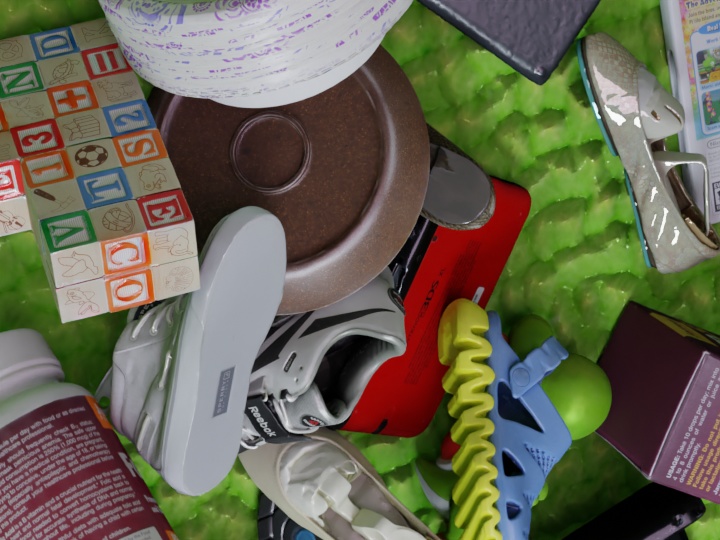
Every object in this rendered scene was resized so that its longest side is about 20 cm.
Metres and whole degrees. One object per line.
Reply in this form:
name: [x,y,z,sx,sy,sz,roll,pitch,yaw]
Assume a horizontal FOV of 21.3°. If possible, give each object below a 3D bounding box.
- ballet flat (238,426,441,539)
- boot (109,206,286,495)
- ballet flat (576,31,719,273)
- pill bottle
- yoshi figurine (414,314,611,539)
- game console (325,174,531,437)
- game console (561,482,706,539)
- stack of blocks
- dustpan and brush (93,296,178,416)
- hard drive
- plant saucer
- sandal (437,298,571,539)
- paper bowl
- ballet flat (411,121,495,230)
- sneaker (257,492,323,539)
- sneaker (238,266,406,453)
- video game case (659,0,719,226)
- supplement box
ballet flat: [-0.003,0.162,1.302,0.200,0.069,0.070,41,93,1]
boot: [-0.113,0.037,1.207,0.073,0.095,0.201,-11,125,-48]
ballet flat: [0.209,-0.089,1.354,0.062,0.068,0.201,-11,122,22]
pill bottle: [-0.199,0.146,1.232,0.114,0.114,0.201,-32,74,-5]
yoshi figurine: [0.120,0.136,1.386,0.111,0.112,0.202,11,102,-36]
game console: [0.000,0.000,1.346,0.172,0.118,0.201,12,106,-52]
game console: [0.174,0.256,1.422,0.199,0.176,0.117,-31,92,-7]
stack of blocks: [-0.179,-0.062,1.169,0.114,0.201,0.059,-14,137,-13]
dustpan and brush: [-0.117,0.013,1.280,0.139,0.057,0.201,36,106,-4]
hard drive: [0.084,-0.235,1.288,0.199,0.033,0.140,32,96,-23]
plant saucer: [-0.055,-0.073,1.232,0.198,0.034,0.202,-1,84,10]
sandal: [0.104,0.116,1.295,0.086,0.080,0.202,1,75,-13]
paper bowl: [-0.058,-0.179,1.173,0.200,0.201,0.105,-29,132,-6]
ballet flat: [0.009,-0.094,1.264,0.200,0.046,0.068,37,92,14]
sneaker: [-0.022,0.214,1.390,0.082,0.073,0.202,-16,106,-49]
sneaker: [-0.052,0.078,1.254,0.200,0.089,0.074,-41,128,14]
video game case: [0.321,-0.143,1.397,0.198,0.024,0.184,-16,111,-11]
supplement box: [0.282,0.114,1.410,0.199,0.131,0.104,20,99,-22]
